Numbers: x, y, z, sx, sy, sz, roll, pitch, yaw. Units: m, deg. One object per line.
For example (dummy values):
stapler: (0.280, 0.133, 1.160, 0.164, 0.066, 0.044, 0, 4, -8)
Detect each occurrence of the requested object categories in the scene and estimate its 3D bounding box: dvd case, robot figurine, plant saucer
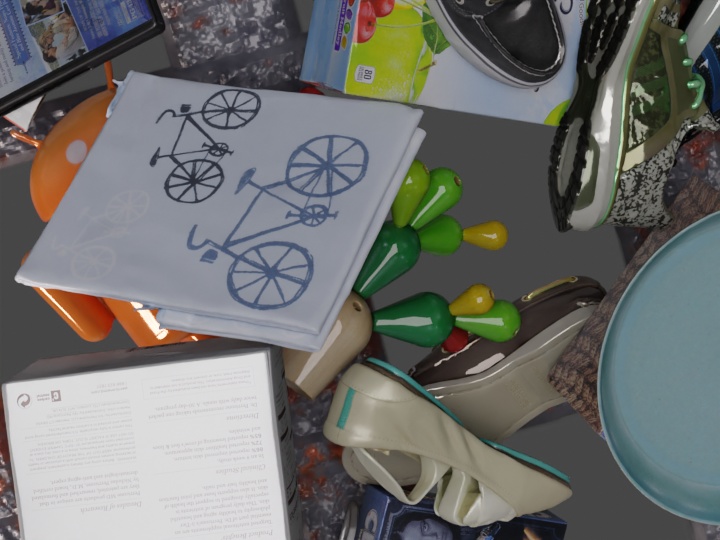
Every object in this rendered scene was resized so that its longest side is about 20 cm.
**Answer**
dvd case: (-0.226, -0.167, 1.636, 0.199, 0.018, 0.144, -25, 76, 17)
robot figurine: (-0.128, -0.029, 1.662, 0.144, 0.117, 0.200, -35, 95, 28)
plant saucer: (0.227, 0.052, 1.568, 0.199, 0.027, 0.202, -5, 109, -16)

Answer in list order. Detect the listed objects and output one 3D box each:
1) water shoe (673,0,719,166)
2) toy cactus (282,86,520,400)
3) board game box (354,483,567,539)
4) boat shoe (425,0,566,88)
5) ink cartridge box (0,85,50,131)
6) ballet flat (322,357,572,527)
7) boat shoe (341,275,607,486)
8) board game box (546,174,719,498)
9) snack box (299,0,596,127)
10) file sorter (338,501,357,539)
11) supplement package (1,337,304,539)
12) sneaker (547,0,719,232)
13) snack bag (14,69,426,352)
water shoe: (0.225, -0.120, 1.670, 0.079, 0.072, 0.201, 30, 97, -5)
toy cactus: (0.000, 0.000, 1.632, 0.200, 0.102, 0.165, 41, 79, -27)
board game box: (0.045, 0.244, 1.705, 0.135, 0.035, 0.201, 10, 97, -27)
boat shoe: (0.070, -0.187, 1.547, 0.070, 0.066, 0.201, -36, 114, -16)
ink cartridge box: (-0.186, -0.194, 1.660, 0.109, 0.050, 0.201, 33, 97, 22)
ballet flat: (0.051, 0.120, 1.638, 0.200, 0.069, 0.070, 33, 97, -37)
boat shoe: (0.074, 0.069, 1.700, 0.199, 0.060, 0.072, -30, 128, 6)
board game box: (0.246, 0.068, 1.647, 0.199, 0.097, 0.160, 34, 96, -24)
snack box: (0.076, -0.180, 1.628, 0.199, 0.068, 0.170, 6, 98, -30)
file sorter: (-0.107, 0.182, 1.676, 0.199, 0.139, 0.125, 18, 95, -1)
supplement package: (-0.110, 0.147, 1.531, 0.151, 0.151, 0.202, -7, 93, 1)
sneaker: (0.177, -0.113, 1.611, 0.088, 0.077, 0.201, 12, 104, -18)
snack bag: (-0.082, -0.038, 1.541, 0.199, 0.189, 0.021, 8, 139, 19)
